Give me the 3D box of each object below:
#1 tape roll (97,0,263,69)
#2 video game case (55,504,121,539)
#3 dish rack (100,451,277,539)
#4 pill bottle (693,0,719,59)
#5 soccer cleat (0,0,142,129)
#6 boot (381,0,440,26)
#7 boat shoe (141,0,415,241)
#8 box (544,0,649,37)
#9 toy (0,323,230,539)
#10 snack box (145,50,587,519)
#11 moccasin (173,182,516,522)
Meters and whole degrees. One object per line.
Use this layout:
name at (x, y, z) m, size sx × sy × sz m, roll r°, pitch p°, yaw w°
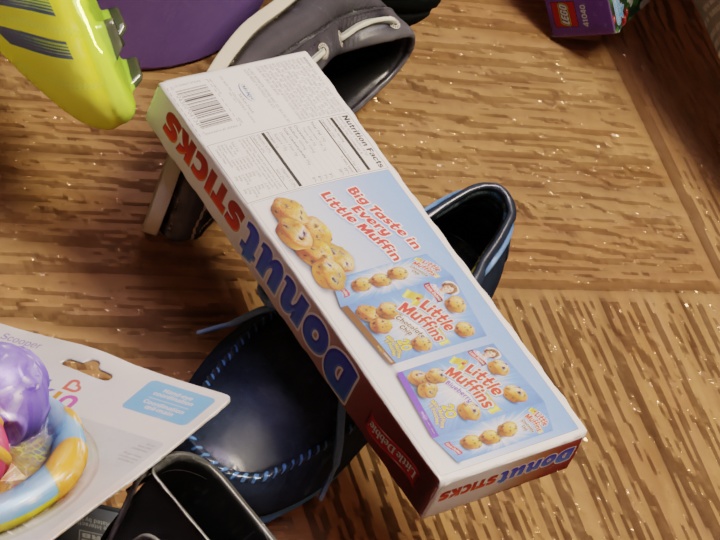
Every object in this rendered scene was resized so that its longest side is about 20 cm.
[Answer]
tape roll at (-0.118, -0.188, 1.152) m, size 0.199 × 0.085 × 0.200 m, roll 16°, pitch 44°, yaw -16°
video game case at (-0.147, 0.146, 0.859) m, size 0.142 × 0.019 × 0.200 m, roll 15°, pitch 43°, yaw -17°
dish rack at (-0.073, 0.160, 0.831) m, size 0.153 × 0.055 × 0.200 m, roll 50°, pitch 36°, yaw 7°
pill bottle at (0.221, -0.118, 1.222) m, size 0.114 × 0.114 × 0.200 m, roll -15°, pitch 77°, yaw -39°
soccer cleat at (-0.158, -0.128, 1.019) m, size 0.084 × 0.065 × 0.200 m, roll -34°, pitch 80°, yaw -4°
boot at (0.018, -0.233, 1.190) m, size 0.076 × 0.200 × 0.168 m, roll 2°, pitch 51°, yaw -20°
boat shoe at (-0.030, -0.068, 1.095) m, size 0.063 × 0.073 × 0.200 m, roll 29°, pitch 37°, yaw 3°
box at (0.116, -0.230, 1.261) m, size 0.039 × 0.201 × 0.137 m, roll 1°, pitch 27°, yaw 34°
toy at (-0.148, 0.061, 0.858) m, size 0.115 × 0.047 × 0.200 m, roll 16°, pitch 38°, yaw 31°
snack box at (0.000, 0.000, 0.978) m, size 0.072 × 0.024 × 0.200 m, roll -15°, pitch 57°, yaw -36°
moccasin at (-0.008, 0.019, 1.021) m, size 0.080 × 0.068 × 0.200 m, roll 37°, pitch 45°, yaw 5°
